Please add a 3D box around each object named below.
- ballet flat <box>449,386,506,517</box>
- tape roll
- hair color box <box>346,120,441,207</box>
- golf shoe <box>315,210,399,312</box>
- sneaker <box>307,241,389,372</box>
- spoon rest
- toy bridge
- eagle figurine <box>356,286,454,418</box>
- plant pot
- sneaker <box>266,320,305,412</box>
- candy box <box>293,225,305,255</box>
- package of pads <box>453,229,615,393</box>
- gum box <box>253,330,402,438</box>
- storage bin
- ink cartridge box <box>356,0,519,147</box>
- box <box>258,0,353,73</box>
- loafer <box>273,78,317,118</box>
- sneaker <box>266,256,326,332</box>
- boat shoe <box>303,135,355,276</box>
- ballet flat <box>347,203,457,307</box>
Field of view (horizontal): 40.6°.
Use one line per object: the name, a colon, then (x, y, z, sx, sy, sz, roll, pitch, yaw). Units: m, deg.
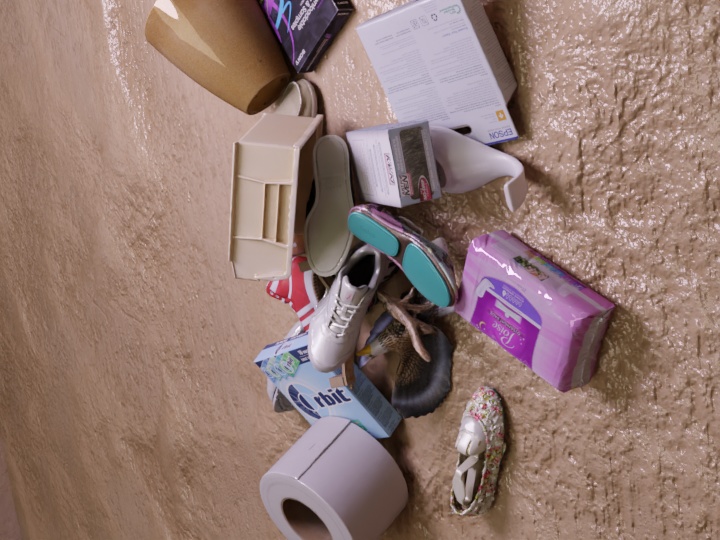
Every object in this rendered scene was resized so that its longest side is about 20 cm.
ballet flat: (0.161, 0.262, 1.363, 0.075, 0.063, 0.203, 23, 119, 45)
tape roll: (-0.043, 0.353, 1.538, 0.201, 0.139, 0.205, 28, 140, 26)
hair color box: (0.041, -0.145, 1.310, 0.200, 0.060, 0.101, -155, 53, -73)
golf shoe: (0.000, 0.000, 1.453, 0.077, 0.087, 0.201, 49, 134, 30)
sneaker: (-0.022, 0.045, 1.355, 0.077, 0.099, 0.203, 21, 85, 2)
spoon rest: (0.144, -0.131, 1.252, 0.199, 0.060, 0.100, 30, 147, 48)
toy bridge: (-0.038, 0.077, 1.435, 0.067, 0.027, 0.203, -16, 89, 47)
eagle figurine: (0.061, 0.103, 1.407, 0.201, 0.148, 0.154, 81, -163, -59)
plant pot: (-0.207, -0.349, 1.532, 0.201, 0.186, 0.187, 50, 138, 7)
sneaker: (-0.122, 0.151, 1.672, 0.081, 0.075, 0.202, 62, 139, 43)
candy box: (-0.133, -0.078, 1.613, 0.199, 0.056, 0.119, -11, 93, 53)
package of pads: (0.213, 0.049, 1.214, 0.199, 0.075, 0.122, 38, 130, 37)
gum box: (-0.054, 0.189, 1.548, 0.201, 0.045, 0.169, 50, 144, -15)
storage bin: (-0.120, -0.109, 1.399, 0.092, 0.200, 0.202, 7, 112, 4)
ink cartridge box: (0.105, -0.252, 1.255, 0.195, 0.043, 0.202, -4, 119, 51)
box: (-0.097, -0.421, 1.466, 0.202, 0.036, 0.143, 60, 140, 15)
loafer: (-0.128, -0.204, 1.512, 0.075, 0.068, 0.203, 32, 105, 51)
sneaker: (-0.087, 0.066, 1.569, 0.111, 0.071, 0.203, 12, 120, 37)
boat shoe: (-0.042, -0.086, 1.385, 0.066, 0.073, 0.203, 63, -157, -76)
ballet flat: (0.070, -0.031, 1.304, 0.199, 0.071, 0.070, 39, 137, 24)
